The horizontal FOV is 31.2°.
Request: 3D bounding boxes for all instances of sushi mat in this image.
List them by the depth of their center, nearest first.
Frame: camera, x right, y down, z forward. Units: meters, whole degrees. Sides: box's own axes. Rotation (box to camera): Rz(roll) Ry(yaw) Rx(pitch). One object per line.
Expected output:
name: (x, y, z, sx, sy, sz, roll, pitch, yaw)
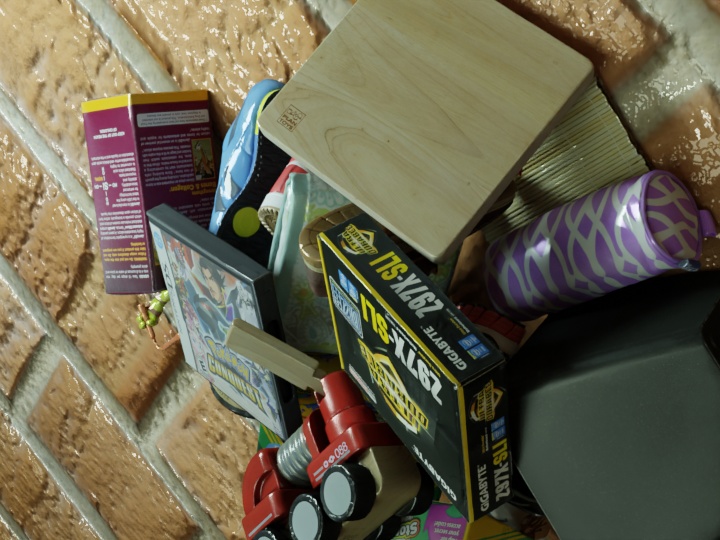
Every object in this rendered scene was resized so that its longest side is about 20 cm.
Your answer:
sushi mat: (0.157, -0.082, 1.103, 0.199, 0.012, 0.096, -31, 93, 50)

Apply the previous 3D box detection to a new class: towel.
towel: (0.000, 0.000, 1.193, 0.049, 0.168, 0.202, -102, 21, -47)

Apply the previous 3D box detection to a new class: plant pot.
plant pot: (0.244, 0.111, 1.022, 0.176, 0.199, 0.201, -31, 93, 35)

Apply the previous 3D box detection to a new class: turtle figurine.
turtle figurine: (-0.211, -0.025, 1.466, 0.161, 0.064, 0.201, 43, 116, 19)

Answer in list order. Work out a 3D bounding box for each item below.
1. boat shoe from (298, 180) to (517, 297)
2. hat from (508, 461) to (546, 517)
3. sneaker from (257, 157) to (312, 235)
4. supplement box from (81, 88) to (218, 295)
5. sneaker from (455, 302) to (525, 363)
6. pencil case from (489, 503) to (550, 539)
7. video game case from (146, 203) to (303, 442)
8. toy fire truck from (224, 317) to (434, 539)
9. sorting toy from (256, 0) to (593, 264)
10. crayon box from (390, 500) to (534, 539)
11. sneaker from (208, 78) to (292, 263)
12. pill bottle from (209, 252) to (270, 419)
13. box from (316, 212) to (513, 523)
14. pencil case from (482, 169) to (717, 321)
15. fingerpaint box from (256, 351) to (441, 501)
boat shoe: (0.043, -0.030, 1.105, 0.072, 0.198, 0.073, 51, 157, 42)
hat: (0.138, 0.161, 1.114, 0.199, 0.082, 0.201, 29, 172, 4)
sneaker: (-0.013, -0.045, 1.266, 0.071, 0.114, 0.200, 6, 150, 39)
supplement box: (-0.213, -0.082, 1.349, 0.085, 0.110, 0.203, -1, 97, 41)
sneaker: (0.058, 0.081, 1.149, 0.077, 0.083, 0.199, 27, 159, -29)
pencil case: (0.140, 0.168, 1.237, 0.088, 0.078, 0.202, 10, 124, 22)
video game case: (-0.130, 0.049, 1.234, 0.199, 0.025, 0.183, 30, 138, 48)
toy fire truck: (-0.055, 0.153, 1.140, 0.176, 0.127, 0.202, -46, 54, 36)
sorting toy: (0.055, -0.128, 1.053, 0.199, 0.199, 0.070, 37, 171, 23)
crayon box: (0.082, 0.264, 1.204, 0.172, 0.059, 0.199, 34, 156, -34)
sneaker: (-0.110, -0.089, 1.273, 0.078, 0.065, 0.203, 25, 99, 56)
pill bottle: (-0.097, 0.054, 1.367, 0.111, 0.111, 0.202, 36, 137, 21)
box: (0.042, 0.073, 1.004, 0.200, 0.049, 0.161, 48, 155, 41)
pencil case: (0.190, -0.017, 1.059, 0.199, 0.085, 0.085, -22, 74, 48)
fingerpaint box: (0.000, 0.156, 1.307, 0.197, 0.074, 0.168, 17, 134, 5)
